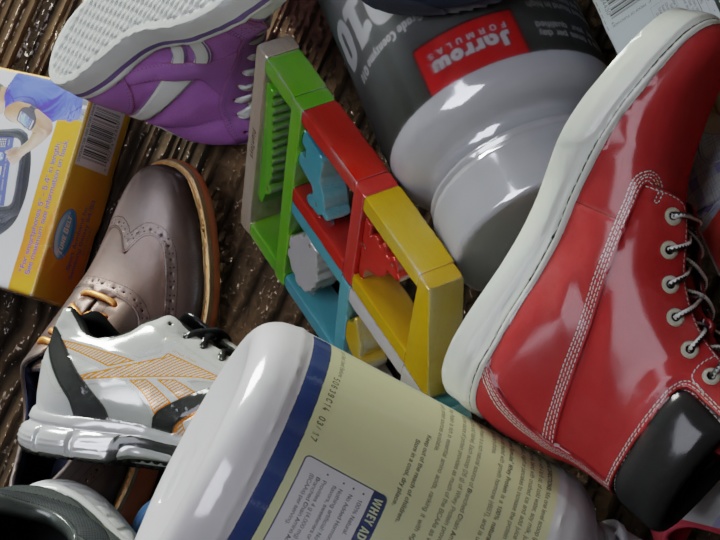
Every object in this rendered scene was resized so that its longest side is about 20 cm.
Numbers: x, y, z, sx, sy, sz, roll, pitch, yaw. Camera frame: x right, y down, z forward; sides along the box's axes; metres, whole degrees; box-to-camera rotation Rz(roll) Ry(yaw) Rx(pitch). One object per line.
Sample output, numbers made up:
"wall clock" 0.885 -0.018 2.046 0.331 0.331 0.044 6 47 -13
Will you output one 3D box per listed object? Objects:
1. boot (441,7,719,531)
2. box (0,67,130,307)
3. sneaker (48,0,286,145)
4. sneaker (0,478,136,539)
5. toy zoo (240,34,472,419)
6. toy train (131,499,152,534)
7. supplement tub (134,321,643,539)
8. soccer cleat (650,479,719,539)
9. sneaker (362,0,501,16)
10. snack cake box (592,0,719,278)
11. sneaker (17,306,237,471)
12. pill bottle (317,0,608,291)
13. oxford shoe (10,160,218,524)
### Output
"boot" 0.139 0.001 1.108 0.144 0.072 0.201 32 100 30
"box" -0.225 -0.057 1.481 0.199 0.041 0.120 14 86 35
"sneaker" -0.060 -0.119 1.324 0.200 0.114 0.073 -20 49 54
"sneaker" -0.108 0.163 1.210 0.200 0.085 0.075 29 96 26
"toy zoo" 0.000 0.000 1.262 0.200 0.020 0.131 55 153 33
"toy train" -0.096 0.194 1.294 0.200 0.087 0.114 -45 62 18
"supplement tub" 0.013 0.127 1.142 0.199 0.145 0.145 28 97 -7
"soccer cleat" 0.208 0.090 1.121 0.199 0.068 0.074 1 97 35
"sneaker" 0.079 -0.170 1.156 0.199 0.082 0.070 -15 64 15
"snack cake box" 0.191 -0.078 1.168 0.115 0.067 0.201 -33 61 23
"sneaker" -0.071 0.060 1.261 0.199 0.074 0.080 6 84 19
"pill bottle" 0.053 -0.098 1.243 0.114 0.114 0.201 -36 59 23
"oxford shoe" -0.128 0.037 1.354 0.071 0.073 0.201 9 83 37
